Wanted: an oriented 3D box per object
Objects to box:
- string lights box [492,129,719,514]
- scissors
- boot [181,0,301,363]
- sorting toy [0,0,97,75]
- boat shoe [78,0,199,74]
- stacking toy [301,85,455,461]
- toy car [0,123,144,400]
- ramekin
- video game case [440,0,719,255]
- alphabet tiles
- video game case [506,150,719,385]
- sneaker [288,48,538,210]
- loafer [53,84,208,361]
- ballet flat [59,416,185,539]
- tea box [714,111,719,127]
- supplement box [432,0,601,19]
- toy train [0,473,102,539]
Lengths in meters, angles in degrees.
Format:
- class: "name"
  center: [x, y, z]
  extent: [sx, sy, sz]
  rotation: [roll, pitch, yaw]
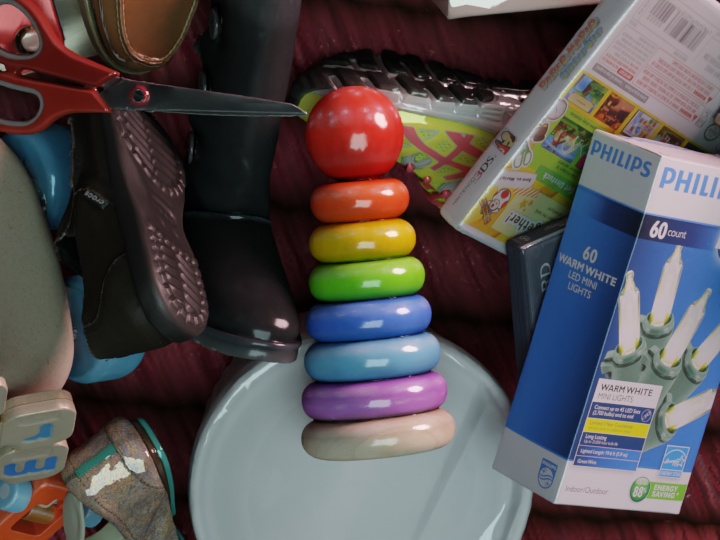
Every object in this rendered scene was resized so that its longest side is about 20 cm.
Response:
- class: "string lights box"
  center: [0.154, 0.030, 1.531]
  extent: [0.103, 0.059, 0.200]
  rotation: [8, 103, -40]
- class: "scissors"
  center: [-0.128, -0.087, 1.447]
  extent: [0.200, 0.014, 0.073]
  rotation: [22, 96, 12]
- class: "boot"
  center: [-0.058, -0.068, 1.507]
  extent: [0.066, 0.165, 0.200]
  rotation: [6, 108, -24]
- class: "sorting toy"
  center: [-0.247, -0.183, 1.482]
  extent: [0.200, 0.070, 0.199]
  rotation: [-16, 111, -4]
- class: "boat shoe"
  center: [-0.102, -0.202, 1.475]
  extent: [0.072, 0.068, 0.200]
  rotation: [0, 102, -40]
- class: "stacking toy"
  center: [0.000, 0.000, 1.498]
  extent: [0.085, 0.085, 0.200]
  rotation: [-7, 92, -7]
- class: "toy car"
  center: [-0.259, 0.025, 1.526]
  extent: [0.200, 0.184, 0.177]
  rotation: [-31, 75, 41]
- class: "ramekin"
  center: [-0.005, 0.113, 1.613]
  extent: [0.202, 0.094, 0.203]
  rotation: [-3, 109, -8]
- class: "video game case"
  center: [0.154, -0.073, 1.556]
  extent: [0.182, 0.023, 0.200]
  rotation: [-52, 145, 10]
- class: "alphabet tiles"
  center: [-0.251, 0.101, 1.444]
  extent: [0.200, 0.196, 0.015]
  rotation: [-10, 66, -15]
- class: "video game case"
  center: [0.171, 0.016, 1.590]
  extent: [0.200, 0.019, 0.143]
  rotation: [-22, 120, -29]
- class: "sneaker"
  center: [0.052, -0.067, 1.570]
  extent: [0.200, 0.078, 0.090]
  rotation: [12, 110, -13]
- class: "loafer"
  center: [-0.137, -0.032, 1.470]
  extent: [0.071, 0.200, 0.073]
  rotation: [-29, 132, 14]
- class: "ballet flat"
  center: [-0.135, 0.151, 1.581]
  extent: [0.067, 0.068, 0.200]
  rotation: [-31, 145, -13]
- class: "tea box"
  center: [0.349, -0.098, 1.553]
  extent: [0.197, 0.134, 0.200]
  rotation: [30, 101, -36]
- class: "supplement box"
  center: [0.134, -0.217, 1.532]
  extent: [0.200, 0.074, 0.126]
  rotation: [-6, 111, -8]
- class: "toy train"
  center: [-0.255, 0.131, 1.575]
  extent: [0.200, 0.056, 0.150]
  rotation: [14, 133, -41]
